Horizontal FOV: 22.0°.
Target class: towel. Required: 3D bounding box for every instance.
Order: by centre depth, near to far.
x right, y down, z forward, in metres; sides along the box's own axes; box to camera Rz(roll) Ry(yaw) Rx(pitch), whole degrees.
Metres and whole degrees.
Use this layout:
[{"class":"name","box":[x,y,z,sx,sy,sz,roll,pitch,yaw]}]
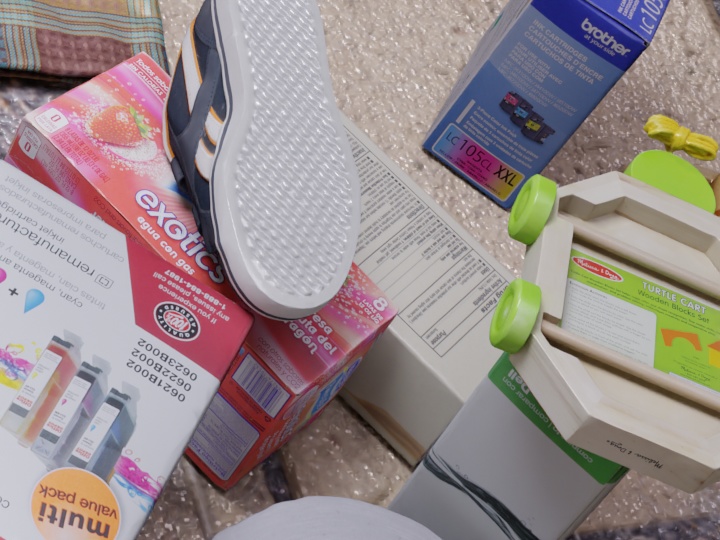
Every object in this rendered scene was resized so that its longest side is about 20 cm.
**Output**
[{"class":"towel","box":[-0.190,-0.202,1.100,0.146,0.022,0.201,2,64,-33]}]

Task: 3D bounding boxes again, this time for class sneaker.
[{"class":"sneaker","box":[-0.051,-0.053,0.914,0.078,0.079,0.201,14,53,-27]}]

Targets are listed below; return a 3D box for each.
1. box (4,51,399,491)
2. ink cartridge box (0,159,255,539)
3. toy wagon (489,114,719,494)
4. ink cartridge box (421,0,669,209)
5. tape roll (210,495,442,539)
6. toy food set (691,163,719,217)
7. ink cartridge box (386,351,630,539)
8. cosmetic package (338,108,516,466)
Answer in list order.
[{"class":"box","box":[-0.093,0.000,0.971,0.200,0.103,0.095,44,45,9]},{"class":"ink cartridge box","box":[-0.166,0.088,0.829,0.145,0.145,0.201,32,47,-5]},{"class":"toy wagon","box":[0.140,0.009,0.865,0.154,0.040,0.201,23,45,-10]},{"class":"ink cartridge box","box":[0.131,-0.153,1.149,0.076,0.200,0.137,33,46,-3]},{"class":"tape roll","box":[-0.011,0.211,0.880,0.199,0.066,0.201,16,50,-20]},{"class":"toy food set","box":[0.241,0.006,1.196,0.199,0.049,0.199,7,53,-26]},{"class":"ink cartridge box","box":[0.107,0.076,0.961,0.083,0.200,0.146,42,45,10]},{"class":"cosmetic package","box":[0.000,0.000,1.044,0.200,0.071,0.105,45,46,8]}]
